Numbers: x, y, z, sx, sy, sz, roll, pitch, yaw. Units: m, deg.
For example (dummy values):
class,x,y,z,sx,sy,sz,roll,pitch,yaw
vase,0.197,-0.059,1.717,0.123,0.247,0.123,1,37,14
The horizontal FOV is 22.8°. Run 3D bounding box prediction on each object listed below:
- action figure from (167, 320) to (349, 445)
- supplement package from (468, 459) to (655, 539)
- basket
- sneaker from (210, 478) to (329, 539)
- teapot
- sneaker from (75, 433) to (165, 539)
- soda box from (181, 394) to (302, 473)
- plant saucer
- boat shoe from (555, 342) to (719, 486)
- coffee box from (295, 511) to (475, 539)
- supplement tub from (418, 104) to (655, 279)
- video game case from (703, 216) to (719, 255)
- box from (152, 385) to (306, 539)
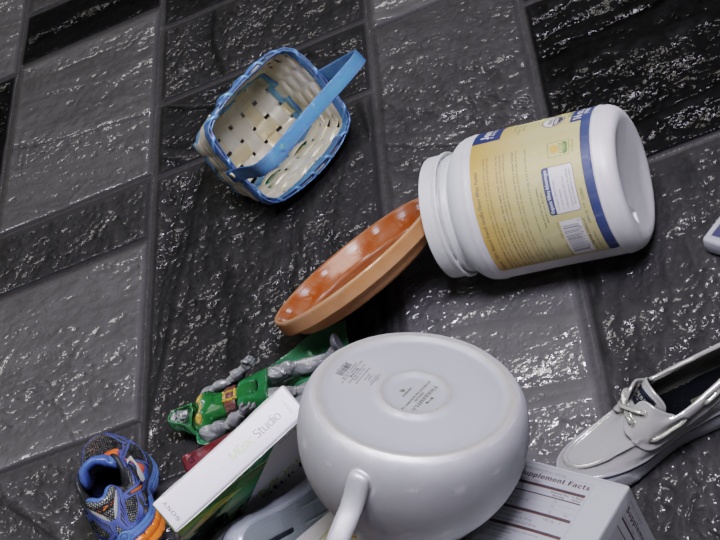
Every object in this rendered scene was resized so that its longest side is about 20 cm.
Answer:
class,x,y,z,sx,sy,sz,roll,pitch,yaw
action figure,-0.104,0.124,1.771,0.199,0.055,0.118,-22,42,19
supplement package,0.140,0.267,1.406,0.109,0.114,0.200,10,53,40
basket,-0.085,-0.164,1.972,0.176,0.139,0.200,-48,11,-19
sneaker,-0.062,0.220,1.543,0.071,0.073,0.200,-19,-5,40
teapot,0.039,0.156,1.415,0.199,0.147,0.198,-7,34,-15
sneaker,-0.239,0.203,1.728,0.075,0.079,0.200,-35,25,-4
soda box,-0.061,0.167,1.670,0.200,0.070,0.064,-28,59,6
plant saucer,0.000,0.000,1.786,0.200,0.032,0.200,-38,10,8
boat shoe,0.251,0.122,1.521,0.199,0.066,0.072,-26,39,8
coffee box,0.003,0.262,1.473,0.114,0.080,0.200,31,53,33
supplement tub,0.169,-0.071,1.716,0.199,0.145,0.145,-12,43,23
video game case,0.441,-0.071,1.634,0.182,0.022,0.200,21,63,45
box,-0.098,0.179,1.520,0.144,0.200,0.036,-42,74,-8
